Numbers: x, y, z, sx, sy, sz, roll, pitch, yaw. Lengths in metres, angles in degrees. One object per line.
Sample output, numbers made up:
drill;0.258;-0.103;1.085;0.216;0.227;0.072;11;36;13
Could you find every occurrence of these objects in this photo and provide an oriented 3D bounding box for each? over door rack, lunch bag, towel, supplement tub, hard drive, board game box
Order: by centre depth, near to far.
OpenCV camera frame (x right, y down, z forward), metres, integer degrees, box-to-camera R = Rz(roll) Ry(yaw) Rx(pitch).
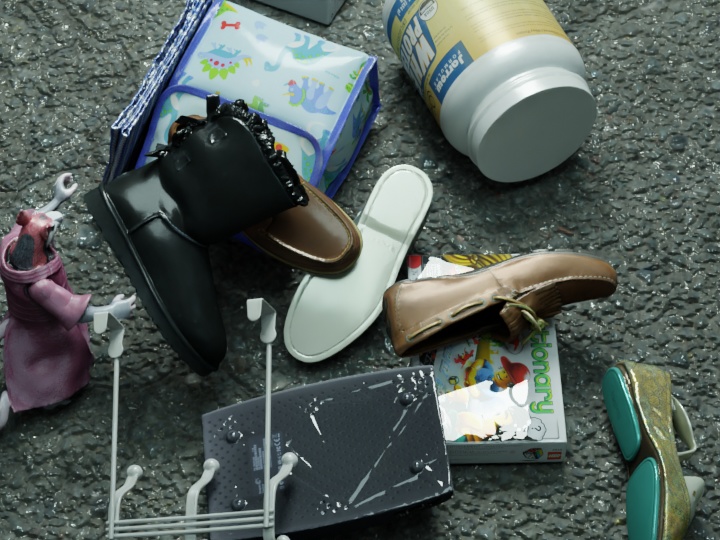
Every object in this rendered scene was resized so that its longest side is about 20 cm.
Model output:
over door rack;-0.129;0.128;1.521;0.148;0.067;0.200;-6;81;15
hard drive;-0.027;0.156;1.557;0.200;0.042;0.135;-13;53;6
board game box;0.106;0.073;1.645;0.126;0.035;0.200;-1;53;-2
lunch bag;-0.096;-0.125;1.746;0.170;0.127;0.200;23;72;12
towel;-0.193;-0.158;1.750;0.024;0.145;0.200;26;56;-1
supplement tub;0.121;-0.195;1.779;0.145;0.145;0.200;-19;55;-14

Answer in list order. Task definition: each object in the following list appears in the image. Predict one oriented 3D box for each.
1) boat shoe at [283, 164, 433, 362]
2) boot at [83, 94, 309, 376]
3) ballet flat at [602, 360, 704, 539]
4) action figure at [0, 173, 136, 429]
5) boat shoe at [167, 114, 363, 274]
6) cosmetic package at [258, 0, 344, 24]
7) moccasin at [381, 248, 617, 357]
boat shoe;0.000;0.000;1.684;0.073;0.062;0.200;31;78;4
boot;-0.118;-0.032;1.587;0.162;0.073;0.198;-31;92;6
ballet flat;0.247;0.161;1.566;0.071;0.071;0.200;-4;53;-3
action figure;-0.274;0.016;1.583;0.149;0.200;0.134;-24;56;-15
boat shoe;-0.088;-0.065;1.642;0.200;0.068;0.072;36;86;12
cosmetic package;-0.089;-0.345;1.950;0.200;0.052;0.151;20;53;14
moccasin;0.121;0.032;1.610;0.201;0.074;0.078;-9;63;-13
